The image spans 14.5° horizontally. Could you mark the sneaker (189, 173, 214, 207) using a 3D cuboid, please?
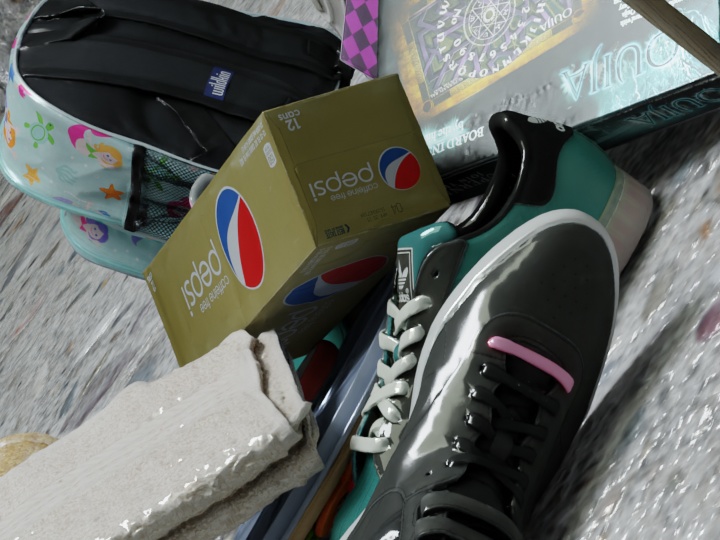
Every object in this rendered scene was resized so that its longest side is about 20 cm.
[{"bbox_3d":[-0.022,-0.046,1.516,0.200,0.082,0.070,-32,25,48],"label":"sneaker"}]

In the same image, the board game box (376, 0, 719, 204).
[{"bbox_3d":[0.084,-0.110,1.202,0.199,0.028,0.136,-19,61,43],"label":"board game box"}]

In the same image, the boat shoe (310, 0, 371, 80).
[{"bbox_3d":[-0.007,-0.165,1.483,0.072,0.065,0.200,-57,-30,-16],"label":"boat shoe"}]

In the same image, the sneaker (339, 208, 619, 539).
[{"bbox_3d":[0.047,0.075,1.018,0.201,0.070,0.099,-61,15,1],"label":"sneaker"}]

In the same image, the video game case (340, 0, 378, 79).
[{"bbox_3d":[0.062,-0.218,1.433,0.181,0.036,0.201,-41,-30,-38],"label":"video game case"}]

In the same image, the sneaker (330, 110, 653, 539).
[{"bbox_3d":[0.034,0.028,1.139,0.201,0.080,0.071,-58,16,-11],"label":"sneaker"}]

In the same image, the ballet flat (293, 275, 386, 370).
[{"bbox_3d":[0.000,0.000,1.352,0.068,0.068,0.200,-23,-24,-26],"label":"ballet flat"}]

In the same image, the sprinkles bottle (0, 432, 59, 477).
[{"bbox_3d":[-0.172,0.147,1.316,0.068,0.068,0.200,-49,9,23],"label":"sprinkles bottle"}]

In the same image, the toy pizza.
[{"bbox_3d":[-0.012,0.080,1.245,0.201,0.032,0.200,-60,4,6],"label":"toy pizza"}]

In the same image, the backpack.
[{"bbox_3d":[-0.119,-0.087,1.722,0.178,0.199,0.151,-73,3,-52],"label":"backpack"}]

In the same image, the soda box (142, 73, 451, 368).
[{"bbox_3d":[-0.032,-0.012,1.243,0.067,0.064,0.200,-17,-14,-24],"label":"soda box"}]

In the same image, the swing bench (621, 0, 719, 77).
[{"bbox_3d":[0.146,-0.188,1.025,0.200,0.198,0.130,-36,22,55],"label":"swing bench"}]

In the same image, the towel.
[{"bbox_3d":[-0.107,0.099,1.178,0.199,0.035,0.133,-34,20,1],"label":"towel"}]

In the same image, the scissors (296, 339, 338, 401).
[{"bbox_3d":[-0.044,0.082,1.363,0.073,0.014,0.200,-63,2,-17],"label":"scissors"}]
